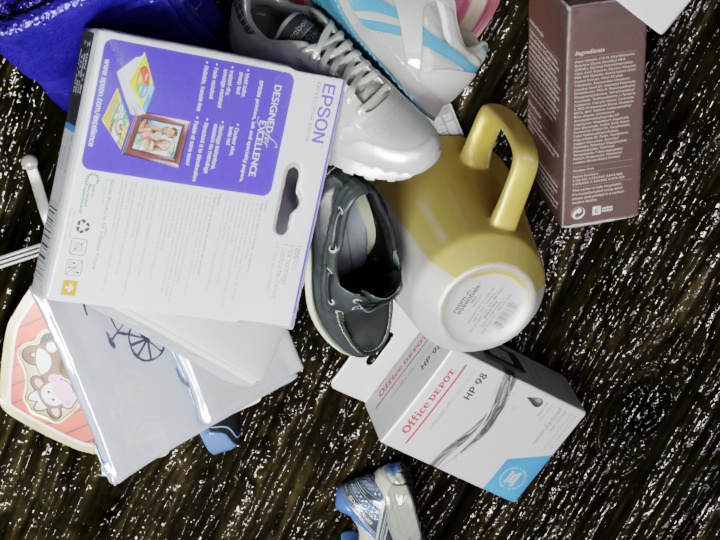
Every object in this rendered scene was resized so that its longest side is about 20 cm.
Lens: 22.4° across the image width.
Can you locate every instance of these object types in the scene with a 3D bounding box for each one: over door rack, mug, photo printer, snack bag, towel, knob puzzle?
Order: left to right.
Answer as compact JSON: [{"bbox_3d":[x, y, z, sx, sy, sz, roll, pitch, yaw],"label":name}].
[{"bbox_3d":[-0.256,-0.075,1.409,0.148,0.067,0.200,-19,155,-4],"label":"over door rack"},{"bbox_3d":[-0.209,0.078,1.508,0.219,0.030,0.220,-1,113,-2],"label":"knob puzzle"},{"bbox_3d":[-0.182,-0.175,1.347,0.148,0.050,0.200,-31,161,3],"label":"towel"},{"bbox_3d":[-0.154,0.047,1.462,0.200,0.021,0.189,-29,110,-29],"label":"snack bag"},{"bbox_3d":[-0.110,-0.031,1.432,0.166,0.069,0.200,33,72,-34],"label":"photo printer"},{"bbox_3d":[0.078,-0.025,1.502,0.149,0.153,0.187,-17,126,-6],"label":"mug"}]

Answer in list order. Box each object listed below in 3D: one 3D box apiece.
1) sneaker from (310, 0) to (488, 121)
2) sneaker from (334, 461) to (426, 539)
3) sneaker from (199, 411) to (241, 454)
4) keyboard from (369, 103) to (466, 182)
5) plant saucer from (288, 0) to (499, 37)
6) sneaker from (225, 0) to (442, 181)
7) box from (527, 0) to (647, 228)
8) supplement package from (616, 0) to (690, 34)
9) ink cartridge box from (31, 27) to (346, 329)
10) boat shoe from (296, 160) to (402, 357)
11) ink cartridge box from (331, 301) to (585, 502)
[{"bbox_3d":[0.018,-0.206,1.381,0.081,0.077,0.200,-45,125,-1],"label":"sneaker"},{"bbox_3d":[0.022,0.271,1.722,0.085,0.077,0.200,-12,115,3],"label":"sneaker"},{"bbox_3d":[-0.115,0.069,1.559,0.078,0.070,0.200,-11,121,0],"label":"sneaker"},{"bbox_3d":[-0.006,-0.079,1.538,0.200,0.011,0.056,-25,123,1],"label":"keyboard"},{"bbox_3d":[0.025,-0.234,1.432,0.200,0.051,0.201,-6,120,-11],"label":"plant saucer"},{"bbox_3d":[-0.022,-0.143,1.380,0.076,0.200,0.081,-45,162,-34],"label":"sneaker"},{"bbox_3d":[0.184,-0.148,1.497,0.075,0.100,0.200,-10,123,-10],"label":"box"},{"bbox_3d":[0.188,-0.287,1.356,0.120,0.200,0.121,31,107,-28],"label":"supplement package"},{"bbox_3d":[-0.124,-0.064,1.329,0.200,0.043,0.198,9,99,-28],"label":"ink cartridge box"},{"bbox_3d":[0.002,-0.001,1.441,0.074,0.066,0.199,-31,131,-31],"label":"boat shoe"},{"bbox_3d":[0.087,0.117,1.644,0.200,0.067,0.116,26,111,-27],"label":"ink cartridge box"}]
